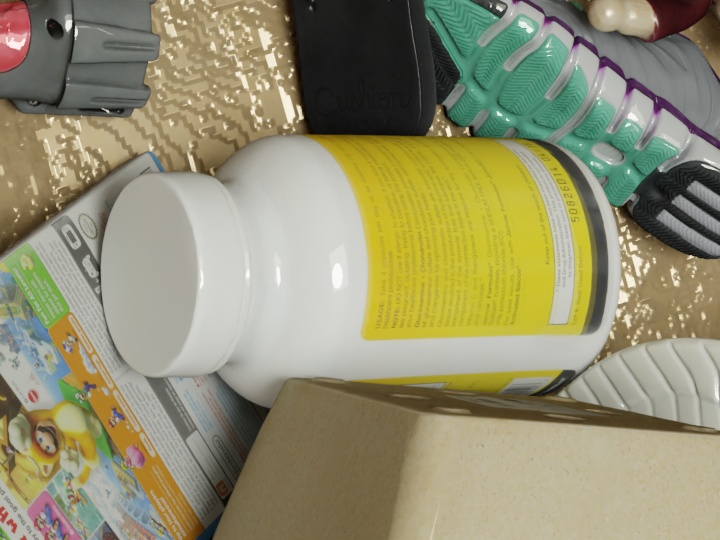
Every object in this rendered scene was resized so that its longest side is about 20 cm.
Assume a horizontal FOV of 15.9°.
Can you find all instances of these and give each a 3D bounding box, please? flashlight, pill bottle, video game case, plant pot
[{"bbox_3d":[-0.181,-0.101,1.032,0.200,0.068,0.068,1,85,-21],"label":"flashlight"},{"bbox_3d":[0.000,0.000,1.060,0.200,0.112,0.112,-1,88,-34],"label":"pill bottle"},{"bbox_3d":[-0.105,0.054,1.030,0.143,0.018,0.200,60,38,-10],"label":"video game case"},{"bbox_3d":[0.045,0.136,0.968,0.200,0.200,0.177,5,91,-25],"label":"plant pot"}]

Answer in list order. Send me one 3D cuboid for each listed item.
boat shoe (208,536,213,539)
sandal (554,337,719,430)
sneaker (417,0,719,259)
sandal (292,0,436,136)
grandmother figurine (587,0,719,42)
[{"bbox_3d":[0.001,0.175,1.098,0.200,0.072,0.066,24,112,-35],"label":"boat shoe"},{"bbox_3d":[0.110,0.081,1.090,0.050,0.203,0.083,-9,76,-49],"label":"sandal"},{"bbox_3d":[0.103,-0.088,1.161,0.200,0.074,0.088,35,46,-14],"label":"sneaker"},{"bbox_3d":[-0.011,-0.145,1.094,0.043,0.076,0.200,-23,99,-62],"label":"sandal"},{"bbox_3d":[0.118,-0.144,1.138,0.200,0.061,0.121,21,51,-12],"label":"grandmother figurine"}]
